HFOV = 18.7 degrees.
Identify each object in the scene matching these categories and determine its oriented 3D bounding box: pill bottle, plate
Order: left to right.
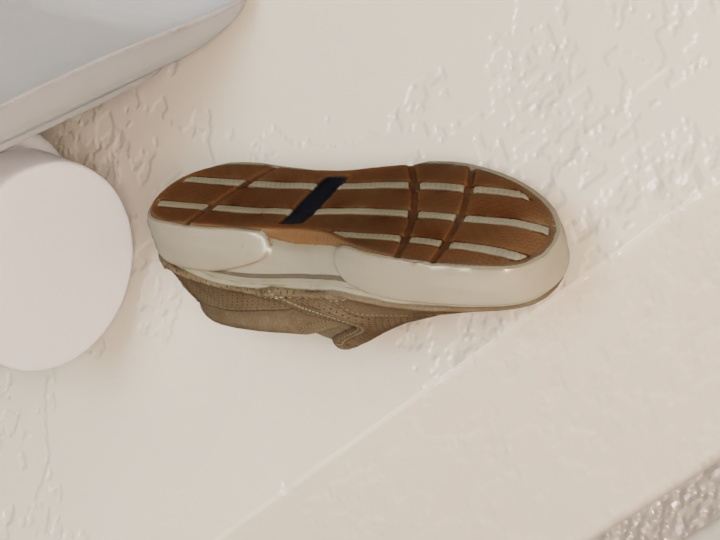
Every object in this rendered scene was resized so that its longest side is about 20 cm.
[{"bbox_3d":[-0.203,-0.024,1.025,0.199,0.114,0.115,18,93,44],"label":"pill bottle"},{"bbox_3d":[-0.181,-0.094,0.991,0.199,0.199,0.033,19,130,44],"label":"plate"}]

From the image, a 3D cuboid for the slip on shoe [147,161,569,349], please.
[{"bbox_3d":[0.000,0.000,0.866,0.199,0.076,0.061,4,124,36],"label":"slip on shoe"}]
